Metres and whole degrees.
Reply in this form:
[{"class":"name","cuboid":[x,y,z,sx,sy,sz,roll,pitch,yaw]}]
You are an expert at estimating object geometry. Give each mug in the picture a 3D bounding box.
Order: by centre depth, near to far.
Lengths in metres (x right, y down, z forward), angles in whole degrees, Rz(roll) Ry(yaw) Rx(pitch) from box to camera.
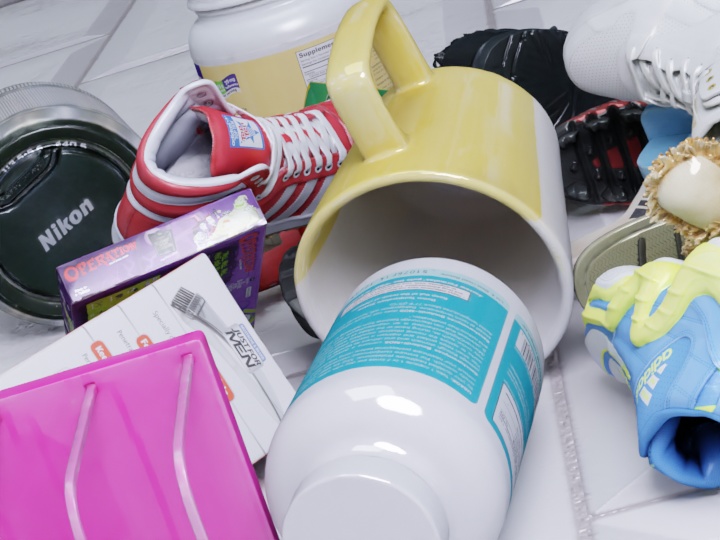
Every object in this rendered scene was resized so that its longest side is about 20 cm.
[{"class":"mug","cuboid":[0.052,-0.050,1.068,0.149,0.187,0.153,11,39,3]}]

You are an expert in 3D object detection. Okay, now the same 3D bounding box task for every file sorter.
[{"class":"file sorter","cuboid":[-0.143,0.138,0.839,0.200,0.139,0.125,-17,19,5]}]

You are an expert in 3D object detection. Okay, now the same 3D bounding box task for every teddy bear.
[{"class":"teddy bear","cuboid":[0.218,-0.039,0.931,0.200,0.145,0.067,6,37,-33]}]

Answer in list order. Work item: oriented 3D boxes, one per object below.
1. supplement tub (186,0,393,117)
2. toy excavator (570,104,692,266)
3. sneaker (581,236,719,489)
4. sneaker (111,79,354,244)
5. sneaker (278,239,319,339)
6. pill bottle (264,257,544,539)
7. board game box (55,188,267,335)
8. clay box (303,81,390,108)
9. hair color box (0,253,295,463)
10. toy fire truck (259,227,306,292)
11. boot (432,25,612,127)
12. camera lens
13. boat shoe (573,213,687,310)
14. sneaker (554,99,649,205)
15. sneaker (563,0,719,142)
[{"class":"supplement tub","cuboid":[-0.044,-0.139,1.448,0.145,0.200,0.145,-17,18,6]},{"class":"toy excavator","cuboid":[0.194,-0.052,1.153,0.194,0.100,0.200,-6,30,38]},{"class":"sneaker","cuboid":[0.142,0.051,0.914,0.076,0.105,0.200,21,-16,-4]},{"class":"sneaker","cuboid":[-0.050,-0.073,1.138,0.200,0.071,0.113,-27,-20,-24]},{"class":"sneaker","cuboid":[0.000,0.000,1.203,0.075,0.079,0.200,-9,24,12]},{"class":"pill bottle","cuboid":[0.020,0.078,0.896,0.111,0.111,0.200,-13,18,18]},{"class":"board game box","cuboid":[-0.117,0.022,1.151,0.120,0.032,0.200,-19,-19,-13]},{"class":"clay box","cuboid":[0.072,-0.085,1.318,0.200,0.048,0.115,11,2,-30]},{"class":"hair color box","cuboid":[-0.132,0.088,1.000,0.200,0.111,0.064,-33,-2,-38]},{"class":"toy fire truck","cuboid":[-0.089,-0.009,1.272,0.200,0.049,0.141,-22,-6,-10]},{"class":"boot","cuboid":[0.119,-0.154,1.480,0.198,0.074,0.162,-6,14,-37]},{"class":"camera lens","cuboid":[-0.233,-0.055,1.452,0.160,0.160,0.200,-22,18,-10]},{"class":"boat shoe","cuboid":[0.210,-0.015,1.059,0.200,0.075,0.068,-15,9,-2]},{"class":"sneaker","cuboid":[0.208,-0.097,1.289,0.200,0.071,0.098,-18,18,-5]},{"class":"sneaker","cuboid":[0.188,-0.110,1.091,0.200,0.074,0.116,-3,37,35]}]
